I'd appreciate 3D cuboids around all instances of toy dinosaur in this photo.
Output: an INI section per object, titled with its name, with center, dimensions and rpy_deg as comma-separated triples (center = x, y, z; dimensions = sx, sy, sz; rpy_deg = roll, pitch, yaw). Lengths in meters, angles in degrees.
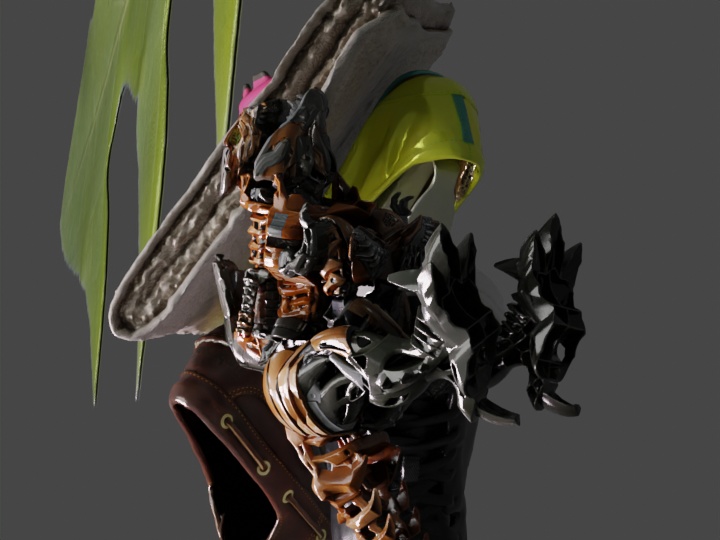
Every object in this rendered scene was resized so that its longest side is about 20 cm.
[toy dinosaur]
center = 0.009, 0.028, 0.919
dimensions = 0.102, 0.136, 0.200
rpy_deg = -45, -66, -53

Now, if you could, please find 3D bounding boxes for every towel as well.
[towel]
center = -0.031, -0.049, 1.105
dimensions = 0.200, 0.034, 0.133
rpy_deg = -53, -12, 9

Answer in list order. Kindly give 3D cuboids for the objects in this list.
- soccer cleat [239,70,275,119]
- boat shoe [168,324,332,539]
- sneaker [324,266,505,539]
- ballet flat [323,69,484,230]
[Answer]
[soccer cleat]
center = -0.035, -0.055, 1.372
dimensions = 0.200, 0.070, 0.087
rpy_deg = 126, 130, -72
[boat shoe]
center = -0.044, 0.107, 1.148
dimensions = 0.070, 0.070, 0.200
rpy_deg = -51, -43, -33
[sneaker]
center = 0.026, 0.083, 1.022
dimensions = 0.200, 0.073, 0.112
rpy_deg = 100, 166, -64
[ballet flat]
center = 0.000, 0.000, 1.111
dimensions = 0.200, 0.067, 0.067
rpy_deg = -59, 40, 31
